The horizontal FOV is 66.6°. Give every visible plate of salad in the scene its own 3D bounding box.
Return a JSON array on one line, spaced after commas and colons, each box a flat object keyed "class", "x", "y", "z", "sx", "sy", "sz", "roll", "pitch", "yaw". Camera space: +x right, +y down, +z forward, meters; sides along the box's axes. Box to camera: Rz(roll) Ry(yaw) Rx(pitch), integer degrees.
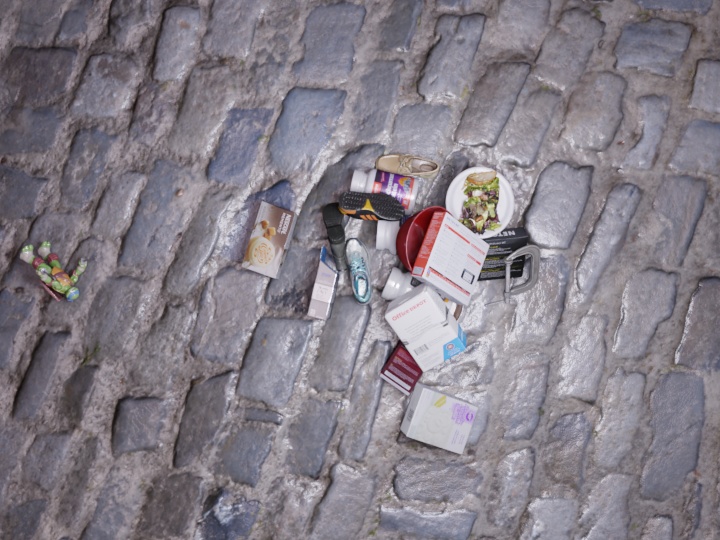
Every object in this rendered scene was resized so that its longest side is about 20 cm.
[{"class": "plate of salad", "x": 0.340, "y": -0.194, "z": 1.550, "sx": 0.193, "sy": 0.048, "sz": 0.207, "roll": 0, "pitch": 86, "yaw": 3}]

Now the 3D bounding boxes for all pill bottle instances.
[{"class": "pill bottle", "x": 0.164, "y": 0.074, "z": 1.590, "sx": 0.196, "sy": 0.116, "sz": 0.119, "roll": 26, "pitch": 88, "yaw": 2}, {"class": "pill bottle", "x": 0.144, "y": -0.102, "z": 1.627, "sx": 0.193, "sy": 0.116, "sz": 0.120, "roll": 6, "pitch": 88, "yaw": 1}, {"class": "pill bottle", "x": 0.069, "y": -0.238, "z": 1.635, "sx": 0.194, "sy": 0.111, "sz": 0.115, "roll": 13, "pitch": 88, "yaw": 1}]

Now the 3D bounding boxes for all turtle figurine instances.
[{"class": "turtle figurine", "x": -0.898, "y": -0.022, "z": 1.632, "sx": 0.192, "sy": 0.201, "sz": 0.144, "roll": 38, "pitch": 55, "yaw": 6}]

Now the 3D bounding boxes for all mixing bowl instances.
[{"class": "mixing bowl", "x": 0.168, "y": -0.072, "z": 1.498, "sx": 0.195, "sy": 0.107, "sz": 0.207, "roll": -5, "pitch": 98, "yaw": -35}]

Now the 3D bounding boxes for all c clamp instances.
[{"class": "c clamp", "x": 0.453, "y": 0.017, "z": 1.608, "sx": 0.165, "sy": 0.027, "sz": 0.204, "roll": -11, "pitch": 128, "yaw": -8}]

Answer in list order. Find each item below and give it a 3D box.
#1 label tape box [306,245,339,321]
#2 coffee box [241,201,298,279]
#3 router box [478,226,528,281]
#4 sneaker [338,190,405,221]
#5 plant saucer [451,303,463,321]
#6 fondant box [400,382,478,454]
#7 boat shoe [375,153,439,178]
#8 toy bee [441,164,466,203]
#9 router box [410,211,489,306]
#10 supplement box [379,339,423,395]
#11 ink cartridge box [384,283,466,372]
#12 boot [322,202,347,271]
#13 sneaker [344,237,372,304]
[{"class": "label tape box", "x": -0.100, "y": 0.039, "z": 1.611, "sx": 0.061, "sy": 0.144, "sz": 0.206, "roll": 13, "pitch": 88, "yaw": 2}, {"class": "coffee box", "x": -0.270, "y": -0.090, "z": 1.651, "sx": 0.111, "sy": 0.080, "sz": 0.206, "roll": 18, "pitch": 88, "yaw": 1}, {"class": "router box", "x": 0.384, "y": -0.044, "z": 1.610, "sx": 0.193, "sy": 0.052, "sz": 0.152, "roll": -5, "pitch": 129, "yaw": 0}, {"class": "sneaker", "x": 0.031, "y": -0.179, "z": 1.588, "sx": 0.193, "sy": 0.090, "sz": 0.072, "roll": 9, "pitch": 77, "yaw": -3}, {"class": "plant saucer", "x": 0.215, "y": 0.092, "z": 1.661, "sx": 0.193, "sy": 0.032, "sz": 0.207, "roll": 0, "pitch": 87, "yaw": 1}, {"class": "fondant box", "x": 0.231, "y": 0.433, "z": 1.605, "sx": 0.195, "sy": 0.058, "sz": 0.148, "roll": 22, "pitch": 88, "yaw": -19}, {"class": "boat shoe", "x": 0.142, "y": -0.322, "z": 1.660, "sx": 0.193, "sy": 0.065, "sz": 0.074, "roll": 3, "pitch": 88, "yaw": 1}, {"class": "toy bee", "x": 0.318, "y": -0.208, "z": 1.630, "sx": 0.107, "sy": 0.129, "sz": 0.207, "roll": -2, "pitch": 96, "yaw": -42}, {"class": "router box", "x": 0.243, "y": -0.028, "z": 1.463, "sx": 0.198, "sy": 0.048, "sz": 0.184, "roll": 30, "pitch": 78, "yaw": -35}, {"class": "supplement box", "x": 0.151, "y": 0.251, "z": 1.624, "sx": 0.107, "sy": 0.061, "sz": 0.203, "roll": 32, "pitch": 100, "yaw": 2}, {"class": "ink cartridge box", "x": 0.180, "y": 0.152, "z": 1.507, "sx": 0.144, "sy": 0.085, "sz": 0.202, "roll": -31, "pitch": 102, "yaw": 23}, {"class": "boot", "x": -0.074, "y": -0.101, "z": 1.643, "sx": 0.065, "sy": 0.203, "sz": 0.133, "roll": -6, "pitch": 132, "yaw": 0}, {"class": "sneaker", "x": 0.000, "y": 0.000, "z": 1.640, "sx": 0.075, "sy": 0.086, "sz": 0.206, "roll": -13, "pitch": 88, "yaw": 0}]
